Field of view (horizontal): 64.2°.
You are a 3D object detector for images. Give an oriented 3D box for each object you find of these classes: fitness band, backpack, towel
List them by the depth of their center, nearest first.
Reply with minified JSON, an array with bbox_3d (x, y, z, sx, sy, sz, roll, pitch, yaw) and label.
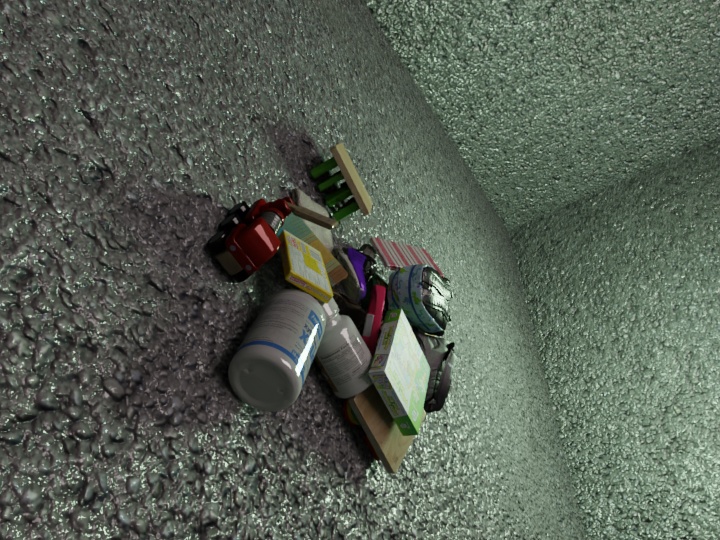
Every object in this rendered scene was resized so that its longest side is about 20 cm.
[{"bbox_3d":[-0.123,-0.040,1.283,0.200,0.022,0.146,49,30,5],"label":"towel"},{"bbox_3d":[0.026,0.134,1.366,0.144,0.037,0.203,-73,175,-75],"label":"fitness band"},{"bbox_3d":[-0.117,-0.099,1.423,0.132,0.034,0.203,35,39,-51],"label":"towel"},{"bbox_3d":[0.151,0.064,1.444,0.200,0.151,0.166,50,47,-69],"label":"backpack"},{"bbox_3d":[0.155,0.271,1.488,0.164,0.126,0.203,14,70,-22],"label":"backpack"},{"bbox_3d":[0.128,-0.029,1.605,0.197,0.030,0.147,12,28,-26],"label":"towel"}]

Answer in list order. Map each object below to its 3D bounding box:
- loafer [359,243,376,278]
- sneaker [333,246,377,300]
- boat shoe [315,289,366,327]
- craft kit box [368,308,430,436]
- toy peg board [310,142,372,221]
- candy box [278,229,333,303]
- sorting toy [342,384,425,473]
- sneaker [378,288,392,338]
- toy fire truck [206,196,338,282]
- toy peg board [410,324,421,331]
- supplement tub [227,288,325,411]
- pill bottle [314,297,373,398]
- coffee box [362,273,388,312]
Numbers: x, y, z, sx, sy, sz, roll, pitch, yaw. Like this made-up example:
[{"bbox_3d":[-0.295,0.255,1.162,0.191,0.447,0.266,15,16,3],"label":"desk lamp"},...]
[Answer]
[{"bbox_3d":[0.000,-0.028,1.561,0.069,0.070,0.201,35,21,-12],"label":"loafer"},{"bbox_3d":[0.000,-0.001,1.402,0.098,0.071,0.201,0,32,-18],"label":"sneaker"},{"bbox_3d":[-0.066,0.081,1.339,0.074,0.076,0.200,45,5,37],"label":"boat shoe"},{"bbox_3d":[0.093,0.226,1.288,0.202,0.048,0.199,62,32,-29],"label":"craft kit box"},{"bbox_3d":[-0.056,-0.244,1.627,0.202,0.097,0.199,63,9,-12],"label":"toy peg board"},{"bbox_3d":[-0.114,-0.012,1.162,0.101,0.027,0.201,30,17,-23],"label":"candy box"},{"bbox_3d":[0.048,0.318,1.317,0.201,0.069,0.200,62,37,-14],"label":"sorting toy"},{"bbox_3d":[0.064,0.132,1.445,0.081,0.072,0.202,73,8,-46],"label":"sneaker"},{"bbox_3d":[-0.162,-0.076,1.101,0.129,0.198,0.177,54,26,-24],"label":"toy fire truck"},{"bbox_3d":[0.153,0.103,1.658,0.200,0.096,0.203,-40,120,-65],"label":"toy peg board"},{"bbox_3d":[-0.144,0.139,1.032,0.133,0.131,0.201,56,27,-21],"label":"supplement tub"},{"bbox_3d":[-0.052,0.159,1.226,0.202,0.113,0.115,61,24,-13],"label":"pill bottle"},{"bbox_3d":[0.072,0.100,1.627,0.200,0.044,0.124,42,34,-43],"label":"coffee box"}]
